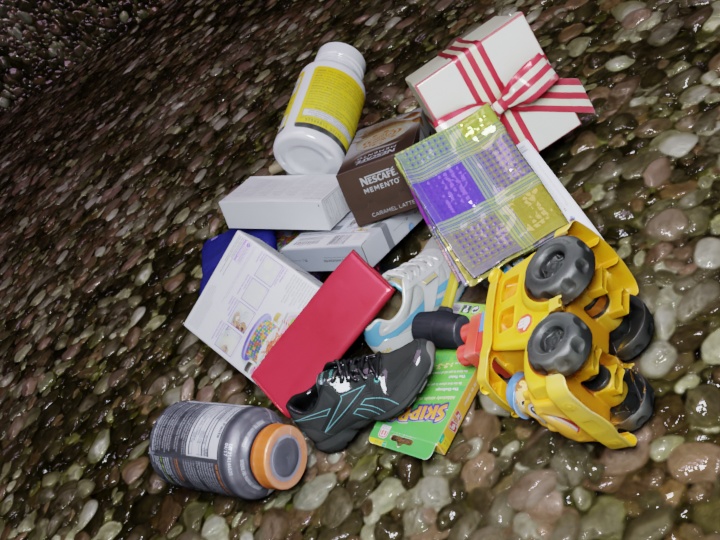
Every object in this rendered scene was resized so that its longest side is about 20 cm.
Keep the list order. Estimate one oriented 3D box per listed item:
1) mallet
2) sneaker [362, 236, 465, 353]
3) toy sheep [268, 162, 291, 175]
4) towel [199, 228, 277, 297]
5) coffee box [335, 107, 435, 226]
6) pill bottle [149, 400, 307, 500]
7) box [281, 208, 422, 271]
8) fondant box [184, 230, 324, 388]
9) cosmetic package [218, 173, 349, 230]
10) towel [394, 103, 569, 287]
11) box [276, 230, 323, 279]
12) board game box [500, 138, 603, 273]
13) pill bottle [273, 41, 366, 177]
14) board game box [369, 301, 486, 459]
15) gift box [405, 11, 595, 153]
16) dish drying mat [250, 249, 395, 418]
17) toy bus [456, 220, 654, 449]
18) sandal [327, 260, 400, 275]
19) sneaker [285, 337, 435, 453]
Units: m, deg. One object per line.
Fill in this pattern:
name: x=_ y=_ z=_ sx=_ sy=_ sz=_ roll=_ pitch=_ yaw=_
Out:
mallet: x=0.121 y=-0.004 z=0.928 sx=0.065 sy=0.041 sz=0.203 roll=11 pitch=74 yaw=42
sneaker: x=0.071 y=0.021 z=0.994 sx=0.076 sy=0.081 sz=0.201 roll=0 pitch=49 yaw=44
toy sheep: x=-0.067 y=-0.189 z=1.320 sx=0.136 sy=0.139 sz=0.202 roll=-15 pitch=34 yaw=30
towel: x=-0.180 y=-0.008 z=1.222 sx=0.147 sy=0.050 sz=0.201 roll=-33 pitch=33 yaw=15
coffee box: x=0.045 y=-0.150 z=1.122 sx=0.113 sy=0.081 sz=0.201 roll=-18 pitch=22 yaw=16
pill bottle: x=-0.156 y=0.215 z=0.963 sx=0.198 sy=0.107 sz=0.107 roll=-3 pitch=47 yaw=40
box: x=0.005 y=-0.067 z=1.139 sx=0.154 sy=0.042 sz=0.200 roll=-2 pitch=32 yaw=41
fondant box: x=-0.112 y=0.063 z=1.026 sx=0.199 sy=0.058 sz=0.146 roll=34 pitch=94 yaw=26
cosmetic package: x=-0.106 y=-0.099 z=1.174 sx=0.197 sy=0.051 sz=0.083 roll=4 pitch=34 yaw=36
towel: x=0.138 y=-0.090 z=0.931 sx=0.142 sy=0.023 sz=0.202 roll=-26 pitch=65 yaw=-1
box: x=-0.131 y=-0.016 z=1.257 sx=0.198 sy=0.039 sz=0.138 roll=-2 pitch=50 yaw=42
board game box: x=0.195 y=-0.051 z=0.951 sx=0.125 sy=0.035 sz=0.202 roll=-33 pitch=53 yaw=9
pill bottle: x=-0.053 y=-0.242 z=1.208 sx=0.110 sy=0.111 sz=0.203 roll=-8 pitch=54 yaw=37
board game box: x=0.092 y=0.122 z=0.908 sx=0.095 sy=0.030 sz=0.201 roll=4 pitch=51 yaw=46
gift box: x=0.184 y=-0.218 z=1.068 sx=0.184 sy=0.201 sz=0.187 roll=-37 pitch=14 yaw=9
dish drying mat: x=-0.046 y=0.076 z=0.954 sx=0.077 sy=0.018 sz=0.201 roll=43 pitch=98 yaw=25
toy bus: x=0.176 y=0.081 z=0.799 sx=0.191 sy=0.135 sz=0.202 roll=-26 pitch=37 yaw=39
sandal: x=0.000 y=0.000 z=1.113 sx=0.075 sy=0.045 sz=0.199 roll=-45 pitch=35 yaw=-11
sneaker: x=-0.001 y=0.133 z=0.899 sx=0.199 sy=0.079 sz=0.076 roll=-40 pitch=19 yaw=24
